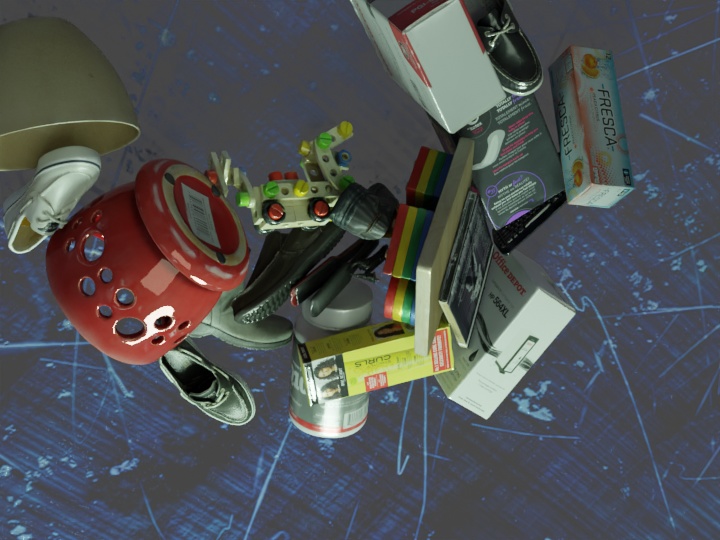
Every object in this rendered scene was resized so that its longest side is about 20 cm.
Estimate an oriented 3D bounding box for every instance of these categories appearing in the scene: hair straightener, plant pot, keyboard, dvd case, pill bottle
[{"bbox_3d":[0.000,0.000,1.611,0.199,0.077,0.041,-36,141,-34],"label":"hair straightener"},{"bbox_3d":[-0.242,-0.016,1.452,0.182,0.202,0.200,-33,126,22],"label":"plant pot"},{"bbox_3d":[-0.355,-0.202,1.357,0.198,0.200,0.136,-11,85,-13],"label":"plant pot"},{"bbox_3d":[0.248,-0.113,1.652,0.200,0.104,0.040,-42,113,10],"label":"keyboard"},{"bbox_3d":[0.140,0.003,1.596,0.200,0.016,0.151,57,47,-66],"label":"dvd case"},{"bbox_3d":[-0.038,0.117,1.673,0.112,0.114,0.202,-4,119,-17],"label":"pill bottle"}]

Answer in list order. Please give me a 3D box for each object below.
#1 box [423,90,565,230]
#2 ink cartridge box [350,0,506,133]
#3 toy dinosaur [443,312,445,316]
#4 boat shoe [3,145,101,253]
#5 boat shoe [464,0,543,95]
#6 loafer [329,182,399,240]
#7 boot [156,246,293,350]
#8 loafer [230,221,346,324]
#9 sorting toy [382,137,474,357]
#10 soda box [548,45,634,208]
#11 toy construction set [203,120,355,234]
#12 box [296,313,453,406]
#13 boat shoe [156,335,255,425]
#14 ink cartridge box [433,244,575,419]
[{"bbox_3d":[0.171,-0.177,1.583,0.121,0.106,0.201,-30,124,-2],"label":"box"},{"bbox_3d":[0.074,-0.273,1.440,0.082,0.200,0.148,-32,124,-2],"label":"ink cartridge box"},{"bbox_3d":[0.091,-0.023,1.670,0.105,0.060,0.203,-10,90,-2],"label":"toy dinosaur"},{"bbox_3d":[-0.361,-0.076,1.418,0.070,0.071,0.199,13,150,-40],"label":"boat shoe"},{"bbox_3d":[0.153,-0.302,1.466,0.073,0.060,0.201,-31,82,-6],"label":"boat shoe"},{"bbox_3d":[0.021,-0.065,1.552,0.072,0.200,0.073,36,104,11],"label":"loafer"},{"bbox_3d":[-0.165,0.027,1.611,0.198,0.068,0.132,11,109,-26],"label":"boot"},{"bbox_3d":[-0.103,-0.012,1.589,0.200,0.071,0.073,-45,170,-19],"label":"loafer"},{"bbox_3d":[0.080,-0.032,1.514,0.069,0.201,0.201,14,148,10],"label":"sorting toy"},{"bbox_3d":[0.296,-0.186,1.573,0.067,0.203,0.064,4,158,-21],"label":"soda box"},{"bbox_3d":[-0.093,-0.114,1.522,0.197,0.133,0.092,-9,166,-13],"label":"toy construction set"},{"bbox_3d":[0.020,0.113,1.590,0.197,0.050,0.076,-13,122,-9],"label":"box"},{"bbox_3d":[-0.213,0.158,1.665,0.071,0.064,0.200,-40,123,7],"label":"boat shoe"},{"bbox_3d":[0.187,0.080,1.711,0.084,0.146,0.201,30,105,-30],"label":"ink cartridge box"}]
